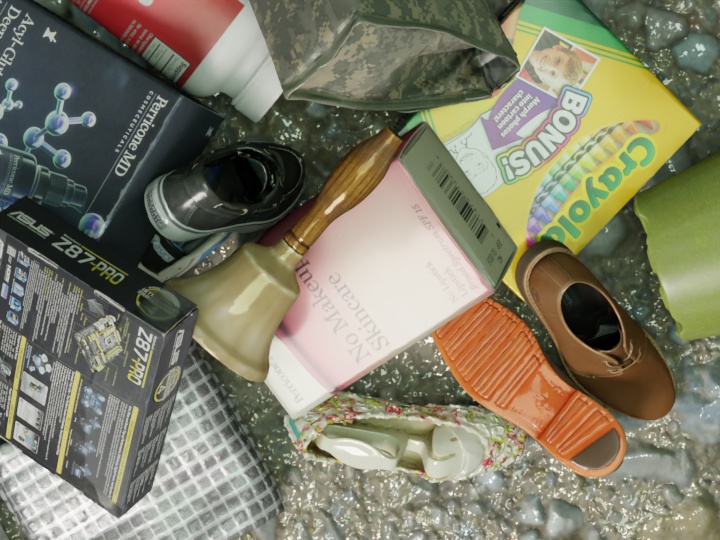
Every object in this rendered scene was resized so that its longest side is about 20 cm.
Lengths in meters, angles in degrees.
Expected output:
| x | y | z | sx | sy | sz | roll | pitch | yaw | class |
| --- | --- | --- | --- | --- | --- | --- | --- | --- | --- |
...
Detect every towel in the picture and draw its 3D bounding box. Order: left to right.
| x | y | z | sx | sy | sz | roll | pitch | yaw | class |
| --- | --- | --- | --- | --- | --- | --- | --- | --- | --- |
| -0.181 | 0.166 | 1.709 | 0.200 | 0.086 | 0.166 | -30 | 96 | -1 | towel |

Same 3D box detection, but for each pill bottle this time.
| x | y | z | sx | sy | sz | roll | pitch | yaw | class |
| --- | --- | --- | --- | --- | --- | --- | --- | --- | --- |
| -0.133 | -0.207 | 1.660 | 0.200 | 0.112 | 0.112 | 37 | 92 | -7 | pill bottle |

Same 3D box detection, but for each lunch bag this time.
| x | y | z | sx | sy | sz | roll | pitch | yaw | class |
| --- | --- | --- | --- | --- | --- | --- | --- | --- | --- |
| 0.017 | -0.209 | 1.624 | 0.118 | 0.200 | 0.164 | -42 | 58 | 38 | lunch bag |

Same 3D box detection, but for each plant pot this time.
| x | y | z | sx | sy | sz | roll | pitch | yaw | class |
| --- | --- | --- | --- | --- | --- | --- | --- | --- | --- |
| 0.320 | -0.032 | 1.690 | 0.189 | 0.200 | 0.201 | -18 | 97 | 10 | plant pot |

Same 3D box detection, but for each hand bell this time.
| x | y | z | sx | sy | sz | roll | pitch | yaw | class |
| --- | --- | --- | --- | --- | --- | --- | --- | --- | --- |
| -0.040 | -0.025 | 1.571 | 0.104 | 0.104 | 0.200 | 42 | 100 | -7 | hand bell |

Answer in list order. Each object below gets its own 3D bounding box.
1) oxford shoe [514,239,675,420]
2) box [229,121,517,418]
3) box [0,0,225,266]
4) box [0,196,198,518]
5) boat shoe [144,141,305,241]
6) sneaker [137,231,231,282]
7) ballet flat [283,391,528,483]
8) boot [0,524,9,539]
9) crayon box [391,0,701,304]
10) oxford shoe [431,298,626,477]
| x | y | z | sx | sy | sz | roll | pitch | yaw | class |
| --- | --- | --- | --- | --- | --- | --- | --- | --- | --- |
| 0.195 | 0.063 | 1.709 | 0.071 | 0.071 | 0.200 | -44 | 124 | 0 | oxford shoe |
| 0.000 | 0.000 | 1.660 | 0.200 | 0.109 | 0.128 | -34 | 98 | 22 | box |
| -0.233 | -0.109 | 1.635 | 0.200 | 0.107 | 0.149 | 31 | 93 | 13 | box |
| -0.211 | 0.066 | 1.585 | 0.161 | 0.049 | 0.200 | 32 | 133 | 17 | box |
| -0.087 | -0.065 | 1.637 | 0.057 | 0.200 | 0.069 | -28 | 88 | 30 | boat shoe |
| -0.177 | -0.010 | 1.698 | 0.200 | 0.072 | 0.072 | -40 | 99 | 2 | sneaker |
| 0.037 | 0.141 | 1.730 | 0.199 | 0.064 | 0.076 | 6 | 119 | -5 | ballet flat |
| -0.340 | 0.192 | 1.703 | 0.090 | 0.073 | 0.201 | -23 | 101 | -1 | boot |
| 0.138 | -0.106 | 1.717 | 0.173 | 0.058 | 0.200 | 43 | 92 | -7 | crayon box |
| 0.130 | 0.094 | 1.735 | 0.071 | 0.073 | 0.200 | -43 | 77 | -1 | oxford shoe |
